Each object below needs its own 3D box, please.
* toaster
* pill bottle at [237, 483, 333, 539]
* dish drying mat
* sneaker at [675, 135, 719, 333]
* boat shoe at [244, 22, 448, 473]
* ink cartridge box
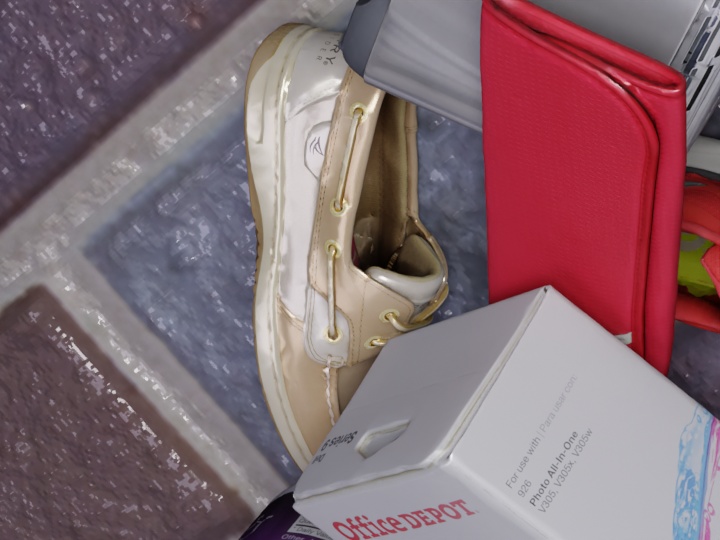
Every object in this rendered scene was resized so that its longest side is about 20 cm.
[{"bbox_3d":[0.086,-0.123,0.957,0.129,0.114,0.200,30,133,6],"label":"toaster"},{"bbox_3d":[-0.021,0.162,1.156,0.112,0.200,0.113,16,127,22],"label":"pill bottle"},{"bbox_3d":[0.076,-0.018,0.966,0.077,0.018,0.200,28,153,20],"label":"dish drying mat"},{"bbox_3d":[0.164,0.002,1.010,0.200,0.085,0.077,2,123,31],"label":"sneaker"},{"bbox_3d":[0.000,0.000,1.114,0.069,0.074,0.200,7,118,28],"label":"boat shoe"},{"bbox_3d":[0.092,0.105,1.041,0.200,0.088,0.145,36,158,-13],"label":"ink cartridge box"}]
